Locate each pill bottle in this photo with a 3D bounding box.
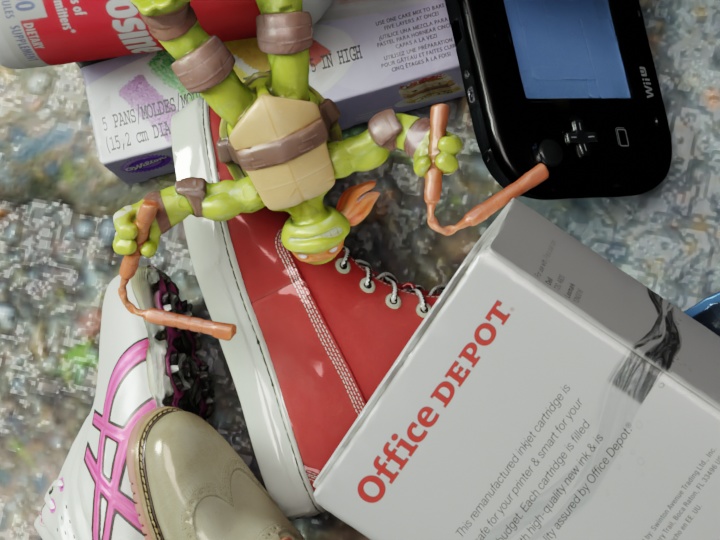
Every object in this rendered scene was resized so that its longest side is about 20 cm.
[{"bbox_3d":[-0.078,-0.159,1.330,0.199,0.112,0.113,-7,78,11],"label":"pill bottle"}]

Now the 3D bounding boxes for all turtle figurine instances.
[{"bbox_3d":[-0.028,-0.067,1.279,0.199,0.065,0.162,-16,114,7],"label":"turtle figurine"}]

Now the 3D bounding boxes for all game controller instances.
[{"bbox_3d":[0.085,-0.128,1.356,0.104,0.042,0.201,-5,75,-26],"label":"game controller"}]

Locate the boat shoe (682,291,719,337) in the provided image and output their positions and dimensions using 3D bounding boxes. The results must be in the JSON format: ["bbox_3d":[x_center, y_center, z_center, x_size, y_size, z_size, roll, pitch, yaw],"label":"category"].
[{"bbox_3d":[0.181,0.040,1.318,0.199,0.084,0.069,-29,82,22],"label":"boat shoe"}]

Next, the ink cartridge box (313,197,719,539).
[{"bbox_3d":[0.102,0.086,1.263,0.199,0.084,0.146,35,113,0],"label":"ink cartridge box"}]

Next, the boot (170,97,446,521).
[{"bbox_3d":[0.000,0.000,1.347,0.143,0.072,0.201,-19,95,7],"label":"boot"}]

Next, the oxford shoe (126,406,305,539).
[{"bbox_3d":[-0.030,0.141,1.304,0.074,0.071,0.201,-23,105,45],"label":"oxford shoe"}]

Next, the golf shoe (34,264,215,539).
[{"bbox_3d":[-0.113,0.098,1.361,0.091,0.073,0.202,-5,79,12],"label":"golf shoe"}]

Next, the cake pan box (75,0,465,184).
[{"bbox_3d":[-0.053,-0.154,1.407,0.199,0.052,0.185,-14,75,10],"label":"cake pan box"}]
